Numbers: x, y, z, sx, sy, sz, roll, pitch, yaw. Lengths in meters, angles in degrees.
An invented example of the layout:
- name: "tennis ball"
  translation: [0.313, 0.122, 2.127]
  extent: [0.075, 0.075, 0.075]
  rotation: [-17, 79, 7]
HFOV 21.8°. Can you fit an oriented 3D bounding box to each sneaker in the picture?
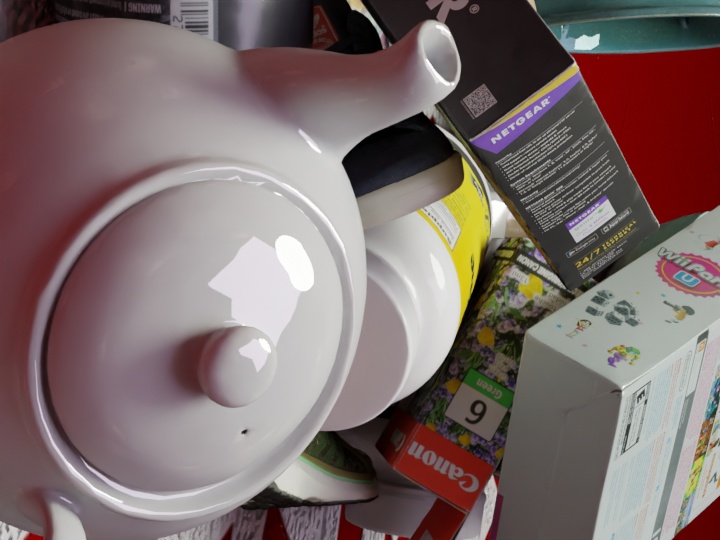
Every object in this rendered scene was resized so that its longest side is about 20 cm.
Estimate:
- name: "sneaker"
  translation: [-0.012, -0.079, 0.836]
  extent: [0.200, 0.074, 0.085]
  rotation: [-134, -155, -67]
- name: "sneaker"
  translation: [-0.040, 0.077, 0.957]
  extent: [0.200, 0.076, 0.090]
  rotation: [27, 60, -72]

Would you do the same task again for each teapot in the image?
- name: "teapot"
  translation: [-0.074, 0.017, 0.634]
  extent: [0.196, 0.146, 0.202]
  rotation: [-11, 112, -27]

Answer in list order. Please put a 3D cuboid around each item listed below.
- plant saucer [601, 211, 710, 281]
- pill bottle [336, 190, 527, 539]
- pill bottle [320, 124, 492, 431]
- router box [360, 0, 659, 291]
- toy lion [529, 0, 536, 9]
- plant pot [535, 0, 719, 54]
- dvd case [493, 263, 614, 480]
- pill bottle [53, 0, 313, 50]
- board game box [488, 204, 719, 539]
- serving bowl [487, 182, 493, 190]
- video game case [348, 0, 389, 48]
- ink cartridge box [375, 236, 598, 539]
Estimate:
- name: "plant saucer"
  translation: [0.153, 0.053, 1.100]
  extent: [0.200, 0.036, 0.201]
  rotation: [-55, 158, -35]
- name: "pill bottle"
  translation: [0.041, 0.050, 1.095]
  extent: [0.111, 0.110, 0.202]
  rotation: [-1, 97, -69]
- name: "pill bottle"
  translation: [0.000, 0.000, 0.921]
  extent: [0.200, 0.111, 0.113]
  rotation: [-60, 152, -67]
- name: "router box"
  translation: [0.039, -0.105, 0.796]
  extent: [0.201, 0.052, 0.157]
  rotation: [57, 5, 30]
- name: "toy lion"
  translation: [0.041, -0.235, 1.032]
  extent: [0.200, 0.068, 0.193]
  rotation: [44, 43, -60]
- name: "plant pot"
  translation: [0.202, -0.264, 1.332]
  extent: [0.200, 0.198, 0.198]
  rotation: [1, 89, -70]
- name: "dvd case"
  translation: [0.125, 0.066, 1.120]
  extent: [0.150, 0.016, 0.200]
  rotation: [-64, 162, -7]
- name: "pill bottle"
  translation: [-0.071, -0.044, 0.768]
  extent: [0.106, 0.105, 0.202]
  rotation: [-38, 133, -62]
- name: "board game box"
  translation: [0.154, 0.068, 0.975]
  extent: [0.199, 0.064, 0.149]
  rotation: [-28, 137, -43]
- name: "serving bowl"
  translation: [0.093, -0.019, 1.207]
  extent: [0.200, 0.065, 0.202]
  rotation: [-166, -90, -78]
- name: "video game case"
  translation: [-0.028, -0.139, 0.978]
  extent: [0.200, 0.018, 0.144]
  rotation: [-47, 140, -58]
- name: "ink cartridge box"
  translation: [0.047, 0.080, 0.984]
  extent: [0.201, 0.050, 0.109]
  rotation: [-60, -176, -2]
